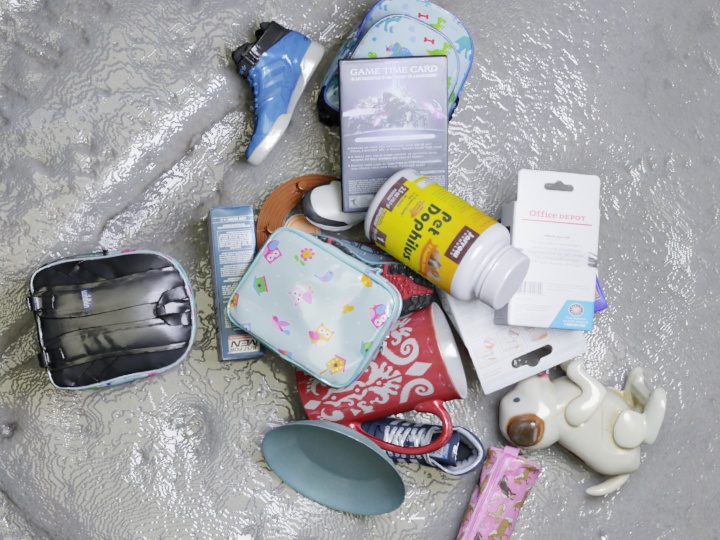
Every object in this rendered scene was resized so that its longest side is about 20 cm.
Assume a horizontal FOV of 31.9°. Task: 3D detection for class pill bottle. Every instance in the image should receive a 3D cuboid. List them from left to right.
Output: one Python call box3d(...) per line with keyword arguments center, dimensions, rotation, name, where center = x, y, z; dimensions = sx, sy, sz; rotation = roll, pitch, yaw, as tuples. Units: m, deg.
box3d(center=(0.110, -0.036, 1.577), dimensions=(0.200, 0.109, 0.109), rotation=(34, 80, 22), name="pill bottle")

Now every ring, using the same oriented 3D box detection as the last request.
box3d(center=(-0.044, -0.041, 1.707), dimensions=(0.200, 0.019, 0.201), rotation=(8, 68, -19), name="ring")

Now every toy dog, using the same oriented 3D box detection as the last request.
box3d(center=(0.287, 0.200, 1.718), dimensions=(0.200, 0.140, 0.194), rotation=(10, 111, -7), name="toy dog")

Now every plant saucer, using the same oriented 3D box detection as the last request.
box3d(center=(-0.030, 0.248, 1.642), dimensions=(0.201, 0.201, 0.039), rotation=(29, 53, -4), name="plant saucer")

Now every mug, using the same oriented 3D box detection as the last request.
box3d(center=(0.027, 0.149, 1.641), dimensions=(0.200, 0.134, 0.178), rotation=(-18, 45, 12), name="mug")

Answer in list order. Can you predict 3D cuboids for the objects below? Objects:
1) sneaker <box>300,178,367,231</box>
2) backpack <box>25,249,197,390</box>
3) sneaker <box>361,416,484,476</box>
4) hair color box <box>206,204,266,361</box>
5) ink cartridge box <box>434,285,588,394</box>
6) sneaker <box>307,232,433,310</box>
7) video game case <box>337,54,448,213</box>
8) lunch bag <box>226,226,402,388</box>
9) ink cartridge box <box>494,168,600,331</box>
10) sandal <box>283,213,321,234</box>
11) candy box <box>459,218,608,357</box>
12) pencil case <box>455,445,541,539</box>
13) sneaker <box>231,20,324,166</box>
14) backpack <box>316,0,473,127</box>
box3d(center=(0.016, -0.103, 1.702), dimensions=(0.200, 0.080, 0.074), rotation=(-8, 75, -23), name="sneaker")
box3d(center=(-0.311, 0.060, 1.628), dimensions=(0.200, 0.151, 0.178), rotation=(-12, 89, -1), name="backpack")
box3d(center=(0.070, 0.234, 1.682), dimensions=(0.200, 0.108, 0.070), rotation=(7, 84, -8), name="sneaker")
box3d(center=(-0.166, 0.019, 1.677), dimensions=(0.060, 0.100, 0.200), rotation=(-4, 85, -9), name="hair color box")
box3d(center=(0.196, 0.043, 1.679), dimensions=(0.160, 0.047, 0.200), rotation=(-22, 93, -9), name="ink cartridge box")
box3d(center=(0.000, 0.000, 1.666), dimensions=(0.200, 0.096, 0.079), rotation=(19, 105, 4), name="sneaker")
box3d(center=(0.044, -0.177, 1.638), dimensions=(0.143, 0.019, 0.200), rotation=(-4, 106, -7), name="video game case")
box3d(center=(-0.051, 0.044, 1.580), dimensions=(0.200, 0.077, 0.161), rotation=(32, 88, 9), name="lunch bag")
box3d(center=(0.243, -0.025, 1.631), dimensions=(0.116, 0.068, 0.200), rotation=(5, 88, -9), name="ink cartridge box")
box3d(center=(-0.083, 0.023, 1.708), dimensions=(0.079, 0.059, 0.207), rotation=(-2, 85, -8), name="sandal")
box3d(center=(0.215, 0.010, 1.742), dimensions=(0.200, 0.077, 0.169), rotation=(-20, 88, -10), name="candy box")
box3d(center=(0.174, 0.334, 1.698), dimensions=(0.083, 0.087, 0.200), rotation=(27, 82, -11), name="pencil case")
box3d(center=(-0.138, -0.247, 1.717), dimensions=(0.111, 0.077, 0.200), rotation=(28, 77, -10), name="sneaker")
box3d(center=(0.058, -0.271, 1.714), dimensions=(0.183, 0.147, 0.200), rotation=(28, 78, -7), name="backpack")
